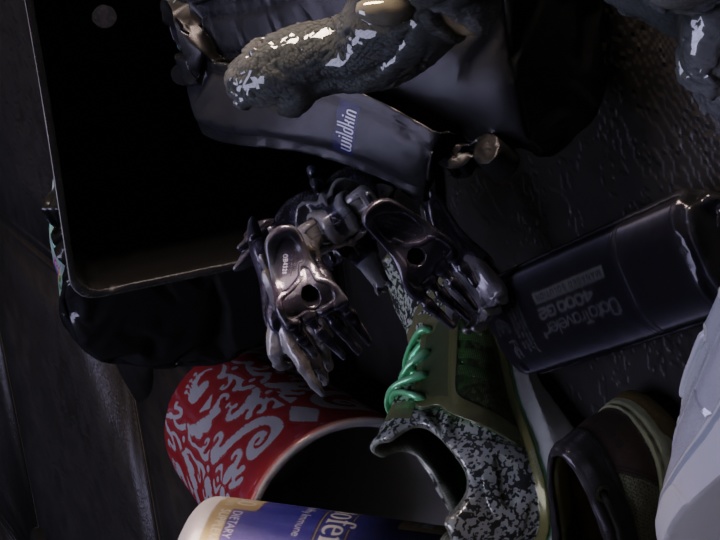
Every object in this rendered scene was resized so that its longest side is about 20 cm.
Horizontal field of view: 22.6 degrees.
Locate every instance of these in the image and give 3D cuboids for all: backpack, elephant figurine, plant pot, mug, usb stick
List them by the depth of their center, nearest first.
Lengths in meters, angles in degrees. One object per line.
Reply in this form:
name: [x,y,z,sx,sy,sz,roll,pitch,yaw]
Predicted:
elephant figurine: [0.055,-0.134,0.634,0.199,0.155,0.142,15,144,25]
backpack: [0.007,-0.117,0.799,0.200,0.126,0.168,-2,96,42]
usb stick: [0.110,0.009,0.803,0.056,0.033,0.200,66,156,2]
plant pot: [-0.084,-0.126,0.981,0.177,0.199,0.200,-126,28,-63]
mug: [-0.046,0.145,1.112,0.200,0.133,0.178,-148,63,-63]
backpack: [-0.135,-0.025,1.166,0.200,0.166,0.127,-116,34,-53]

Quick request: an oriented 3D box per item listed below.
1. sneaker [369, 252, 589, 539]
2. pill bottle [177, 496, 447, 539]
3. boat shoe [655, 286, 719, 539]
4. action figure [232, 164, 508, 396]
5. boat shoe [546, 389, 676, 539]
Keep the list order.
sneaker: [0.041,0.062,0.916,0.077,0.088,0.200,102,149,-45]
pill bottle: [0.006,0.185,0.924,0.116,0.199,0.116,6,-90,-78]
boat shoe: [0.154,0.043,0.690,0.200,0.072,0.069,92,173,-49]
action figure: [0.000,0.000,0.840,0.200,0.119,0.102,-101,-14,-81]
boat shoe: [0.114,0.153,0.842,0.073,0.065,0.201,31,133,57]
